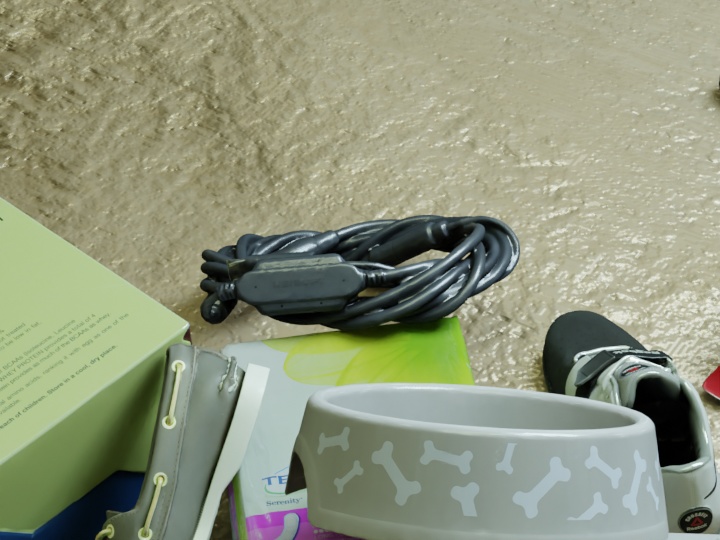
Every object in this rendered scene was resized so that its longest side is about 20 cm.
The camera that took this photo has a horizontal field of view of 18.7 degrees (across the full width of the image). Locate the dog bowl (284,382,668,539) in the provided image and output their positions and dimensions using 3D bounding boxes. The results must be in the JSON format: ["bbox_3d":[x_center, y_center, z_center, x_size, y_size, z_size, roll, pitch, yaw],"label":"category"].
[{"bbox_3d":[0.059,0.096,1.104,0.200,0.059,0.200,3,4,0],"label":"dog bowl"}]

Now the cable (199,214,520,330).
[{"bbox_3d":[0.000,0.000,1.359,0.200,0.051,0.163,-7,9,4],"label":"cable"}]

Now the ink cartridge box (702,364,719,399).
[{"bbox_3d":[0.333,0.036,1.311,0.200,0.084,0.176,26,50,28],"label":"ink cartridge box"}]

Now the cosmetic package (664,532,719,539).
[{"bbox_3d":[0.131,0.177,1.059,0.200,0.085,0.108,2,11,-8],"label":"cosmetic package"}]

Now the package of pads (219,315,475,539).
[{"bbox_3d":[-0.002,0.119,1.255,0.154,0.068,0.200,-6,41,-5],"label":"package of pads"}]

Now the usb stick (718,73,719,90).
[{"bbox_3d":[0.349,-0.156,1.561,0.200,0.033,0.055,-21,38,-18],"label":"usb stick"}]

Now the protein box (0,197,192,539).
[{"bbox_3d":[-0.229,0.084,1.258,0.200,0.135,0.199,31,53,32],"label":"protein box"}]

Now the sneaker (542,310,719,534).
[{"bbox_3d":[0.164,0.074,1.281,0.074,0.089,0.200,-16,42,-12],"label":"sneaker"}]

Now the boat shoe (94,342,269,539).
[{"bbox_3d":[-0.109,0.138,1.184,0.060,0.072,0.202,21,80,-2],"label":"boat shoe"}]
